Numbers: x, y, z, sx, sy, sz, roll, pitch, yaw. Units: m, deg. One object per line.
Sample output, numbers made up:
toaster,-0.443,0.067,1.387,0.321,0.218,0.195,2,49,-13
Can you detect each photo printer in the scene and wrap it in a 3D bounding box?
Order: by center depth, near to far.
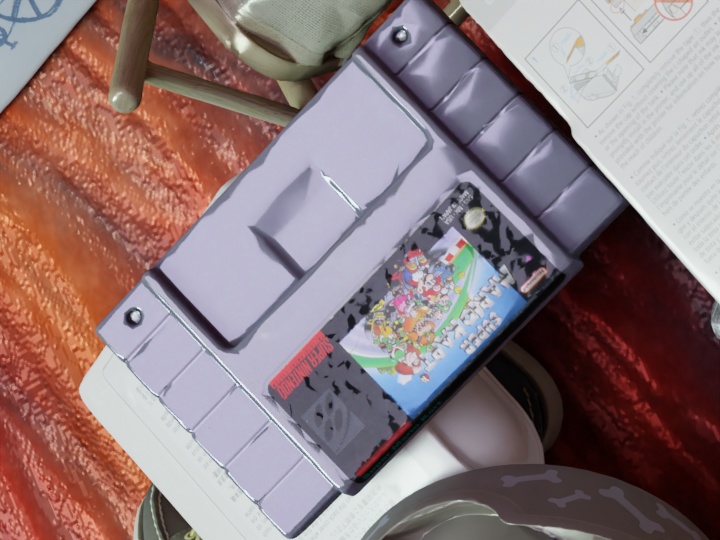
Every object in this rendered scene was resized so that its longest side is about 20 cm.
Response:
photo printer,-0.019,0.072,0.979,0.200,0.069,0.166,47,129,11

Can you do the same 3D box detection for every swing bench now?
swing bench,-0.022,-0.188,0.958,0.199,0.130,0.200,-45,45,35

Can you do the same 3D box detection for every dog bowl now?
dog bowl,0.074,0.167,0.911,0.199,0.059,0.201,4,123,6

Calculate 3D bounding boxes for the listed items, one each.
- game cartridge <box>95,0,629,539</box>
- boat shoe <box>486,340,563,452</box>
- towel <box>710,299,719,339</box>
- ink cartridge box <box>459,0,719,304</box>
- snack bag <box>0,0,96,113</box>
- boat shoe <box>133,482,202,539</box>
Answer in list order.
game cartridge,0.000,0.000,0.896,0.200,0.038,0.130,-46,75,9
boat shoe,0.002,0.036,1.037,0.200,0.062,0.075,36,119,25
towel,0.238,-0.027,0.834,0.200,0.086,0.166,17,108,33
ink cartridge box,0.155,-0.083,0.796,0.200,0.050,0.161,50,122,13
snack bag,-0.242,-0.161,1.122,0.189,0.200,0.021,-42,31,36
boat shoe,-0.059,0.159,1.072,0.202,0.072,0.060,-125,35,-47
